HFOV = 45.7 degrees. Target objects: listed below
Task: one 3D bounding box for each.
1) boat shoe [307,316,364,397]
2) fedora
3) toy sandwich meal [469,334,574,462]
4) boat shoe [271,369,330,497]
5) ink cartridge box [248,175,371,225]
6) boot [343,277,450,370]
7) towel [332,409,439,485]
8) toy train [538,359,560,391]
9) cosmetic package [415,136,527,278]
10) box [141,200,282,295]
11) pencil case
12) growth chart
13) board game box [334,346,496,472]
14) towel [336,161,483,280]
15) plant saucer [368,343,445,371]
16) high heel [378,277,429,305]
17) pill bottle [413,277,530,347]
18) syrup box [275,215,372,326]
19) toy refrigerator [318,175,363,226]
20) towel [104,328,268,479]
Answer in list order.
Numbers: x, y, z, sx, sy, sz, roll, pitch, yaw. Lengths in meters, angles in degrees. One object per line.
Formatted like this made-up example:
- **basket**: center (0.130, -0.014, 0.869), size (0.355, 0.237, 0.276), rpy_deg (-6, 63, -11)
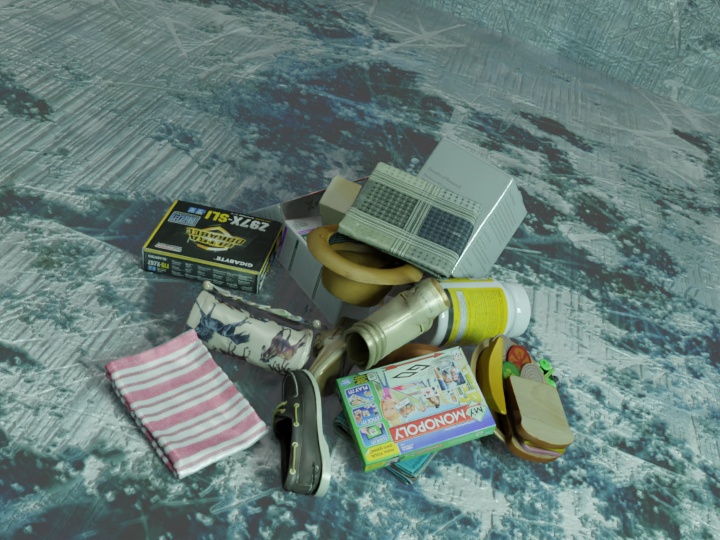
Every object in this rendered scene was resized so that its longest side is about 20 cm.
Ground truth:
- **boat shoe**: center (-0.043, 0.126, 1.303), size (0.064, 0.073, 0.200), rpy_deg (20, 29, 15)
- **fedora**: center (0.000, 0.000, 1.334), size (0.196, 0.083, 0.202), rpy_deg (17, 25, -8)
- **toy sandwich meal**: center (0.246, 0.186, 1.291), size (0.202, 0.070, 0.209), rpy_deg (23, 50, -29)
- **boat shoe**: center (-0.087, 0.210, 1.151), size (0.059, 0.073, 0.203), rpy_deg (10, 37, -22)
- **ink cartridge box**: center (-0.080, -0.123, 1.567), size (0.171, 0.044, 0.198), rpy_deg (-10, 9, 43)
- **boot**: center (0.041, 0.090, 1.285), size (0.154, 0.200, 0.074), rpy_deg (-33, 86, -18)
- **towel**: center (0.063, 0.218, 1.268), size (0.145, 0.022, 0.199), rpy_deg (32, 35, 17)
- **toy train**: center (0.269, 0.204, 1.385), size (0.056, 0.042, 0.199), rpy_deg (44, 39, 17)
- **cosmetic package**: center (0.175, -0.092, 1.555), size (0.165, 0.202, 0.167), rpy_deg (33, -5, 26)
- **box**: center (-0.242, -0.042, 1.425), size (0.195, 0.050, 0.161), rpy_deg (12, 33, 4)
- **pencil case**: center (-0.168, 0.095, 1.267), size (0.196, 0.079, 0.089), rpy_deg (20, 6, 1)
- **growth chart**: center (-0.144, 0.059, 1.320), size (0.196, 0.018, 0.145), rpy_deg (20, -7, 0)
- **board game box**: center (0.076, 0.193, 1.212), size (0.196, 0.029, 0.136), rpy_deg (-13, 55, -15)
- **towel**: center (0.079, -0.080, 1.365), size (0.197, 0.035, 0.194), rpy_deg (24, 47, 8)
- **plant saucer**: center (0.108, 0.176, 1.306), size (0.196, 0.038, 0.202), rpy_deg (15, 32, -9)
- **high heel**: center (0.086, 0.019, 1.524), size (0.196, 0.068, 0.097), rpy_deg (6, 39, -20)
- **pill bottle**: center (0.186, 0.071, 1.462), size (0.196, 0.116, 0.115), rpy_deg (-1, 38, -29)
- **syrup box**: center (-0.060, -0.003, 1.465), size (0.078, 0.083, 0.200), rpy_deg (-10, 45, -38)
- **toy refrigerator**: center (0.033, -0.085, 1.449), size (0.197, 0.076, 0.071), rpy_deg (23, 65, 16)
- **towel**: center (-0.233, 0.173, 1.144), size (0.145, 0.030, 0.200), rpy_deg (-22, 56, -38)
